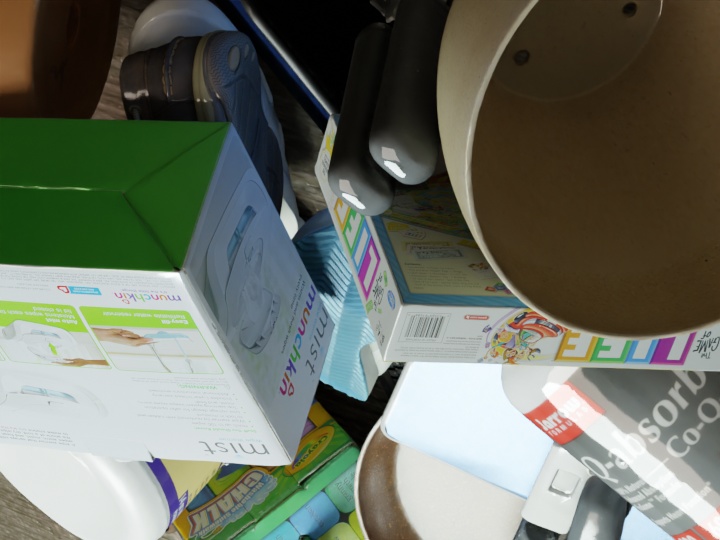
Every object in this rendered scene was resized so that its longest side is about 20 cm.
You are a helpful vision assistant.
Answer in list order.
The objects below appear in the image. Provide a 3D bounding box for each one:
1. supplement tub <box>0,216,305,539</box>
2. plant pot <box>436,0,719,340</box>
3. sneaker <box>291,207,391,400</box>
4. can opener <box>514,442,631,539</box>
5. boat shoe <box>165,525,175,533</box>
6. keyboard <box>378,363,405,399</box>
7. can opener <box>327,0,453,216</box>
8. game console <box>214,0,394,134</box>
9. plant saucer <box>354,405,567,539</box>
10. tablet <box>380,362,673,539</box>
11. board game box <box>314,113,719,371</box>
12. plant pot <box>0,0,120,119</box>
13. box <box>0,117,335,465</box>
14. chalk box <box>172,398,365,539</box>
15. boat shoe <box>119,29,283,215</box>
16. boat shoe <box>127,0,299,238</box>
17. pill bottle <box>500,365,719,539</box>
[{"bbox_3d":[-0.119,0.049,1.531,0.145,0.200,0.146,32,152,20],"label":"supplement tub"},{"bbox_3d":[0.114,-0.091,1.115,0.201,0.200,0.135,59,178,-36],"label":"plant pot"},{"bbox_3d":[0.000,0.000,1.440,0.076,0.081,0.200,29,160,5],"label":"sneaker"},{"bbox_3d":[0.106,0.167,1.453,0.053,0.067,0.200,20,138,2],"label":"can opener"},{"bbox_3d":[-0.188,0.107,1.839,0.202,0.075,0.075,39,152,-4],"label":"boat shoe"},{"bbox_3d":[0.064,0.093,1.592,0.127,0.021,0.200,11,144,39],"label":"keyboard"},{"bbox_3d":[0.033,-0.090,1.182,0.067,0.200,0.053,40,124,-22],"label":"can opener"},{"bbox_3d":[-0.021,-0.091,1.309,0.175,0.117,0.200,-6,130,52],"label":"game console"},{"bbox_3d":[0.096,0.133,1.528,0.199,0.035,0.201,7,123,10],"label":"plant saucer"},{"bbox_3d":[0.118,0.087,1.457,0.199,0.014,0.130,25,130,2],"label":"tablet"},{"bbox_3d":[0.091,-0.012,1.184,0.199,0.135,0.034,3,129,-19],"label":"board game box"},{"bbox_3d":[-0.215,-0.143,1.394,0.139,0.201,0.201,10,146,12],"label":"plant pot"},{"bbox_3d":[-0.138,0.013,1.338,0.199,0.097,0.177,2,146,23],"label":"box"},{"bbox_3d":[-0.037,0.163,1.625,0.125,0.124,0.200,55,173,-30],"label":"chalk box"},{"bbox_3d":[-0.085,-0.053,1.372,0.073,0.075,0.201,4,140,10],"label":"boat shoe"},{"bbox_3d":[-0.077,-0.091,1.427,0.072,0.069,0.200,-18,140,11],"label":"boat shoe"},{"bbox_3d":[0.144,0.051,1.335,0.200,0.116,0.116,39,152,-4],"label":"pill bottle"}]
